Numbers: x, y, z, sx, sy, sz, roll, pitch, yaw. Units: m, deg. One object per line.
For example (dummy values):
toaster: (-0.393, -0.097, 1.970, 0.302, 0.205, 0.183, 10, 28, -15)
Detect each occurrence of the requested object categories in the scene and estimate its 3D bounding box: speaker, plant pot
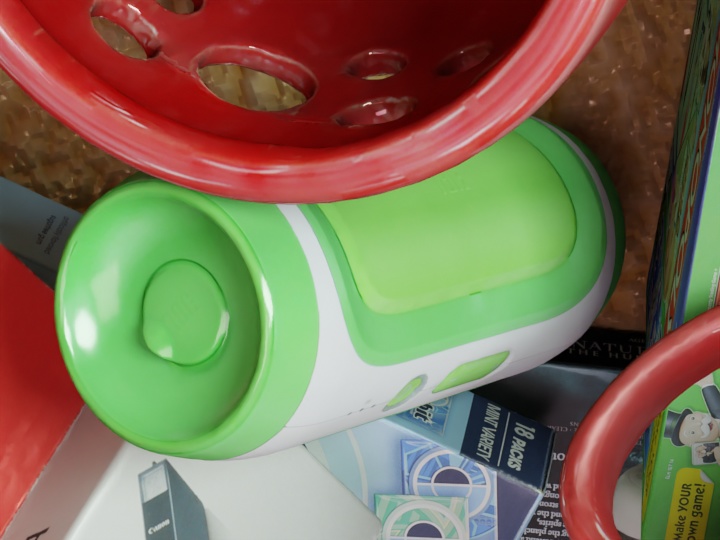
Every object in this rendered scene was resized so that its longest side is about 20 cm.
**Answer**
speaker: (0.000, 0.000, 0.814, 0.088, 0.200, 0.089, 5, 100, 32)
plant pot: (0.002, -0.140, 0.741, 0.199, 0.183, 0.202, 9, 115, 20)

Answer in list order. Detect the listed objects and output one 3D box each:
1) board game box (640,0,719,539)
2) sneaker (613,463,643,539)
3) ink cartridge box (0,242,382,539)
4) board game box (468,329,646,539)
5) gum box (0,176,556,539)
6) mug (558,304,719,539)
board game box: (0.109, -0.038, 0.812, 0.029, 0.135, 0.201, 8, 124, 3)
sneaker: (0.158, 0.127, 0.878, 0.199, 0.077, 0.082, 25, 100, -12)
ink cartridge box: (-0.104, 0.100, 0.787, 0.176, 0.201, 0.045, 44, 151, -27)
board game box: (0.010, 0.078, 0.952, 0.199, 0.028, 0.136, 6, 117, 2)
gum box: (-0.062, 0.086, 0.918, 0.199, 0.045, 0.171, 24, 118, -3)
mug: (0.158, 0.062, 0.706, 0.177, 0.133, 0.200, 41, 88, -3)
